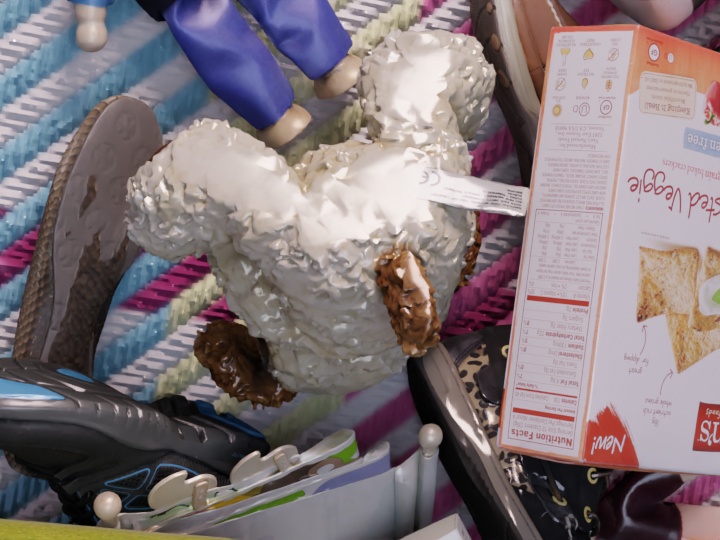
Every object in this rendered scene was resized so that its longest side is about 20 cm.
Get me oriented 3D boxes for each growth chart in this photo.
[{"bbox_3d":[-0.044,0.136,1.030,0.198,0.018,0.146,-11,135,-22],"label":"growth chart"}]

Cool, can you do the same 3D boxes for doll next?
[{"bbox_3d":[-0.087,-0.154,0.998,0.136,0.048,0.200,-40,107,-3],"label":"doll"}]

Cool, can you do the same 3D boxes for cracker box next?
[{"bbox_3d":[0.140,-0.006,0.958,0.133,0.057,0.202,9,88,-45],"label":"cracker box"}]

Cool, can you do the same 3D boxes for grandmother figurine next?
[{"bbox_3d":[0.169,0.151,1.114,0.198,0.061,0.122,10,105,-15],"label":"grandmother figurine"}]

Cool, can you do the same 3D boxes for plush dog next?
[{"bbox_3d":[0.000,0.000,0.996,0.199,0.172,0.161,-26,66,-11],"label":"plush dog"}]

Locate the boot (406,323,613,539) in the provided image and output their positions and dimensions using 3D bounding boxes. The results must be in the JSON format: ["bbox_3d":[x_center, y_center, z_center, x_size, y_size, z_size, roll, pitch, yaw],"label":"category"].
[{"bbox_3d":[0.128,0.098,1.050,0.150,0.073,0.201,-24,62,-13],"label":"boot"}]

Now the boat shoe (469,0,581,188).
[{"bbox_3d":[0.108,-0.096,1.042,0.071,0.076,0.201,-20,115,-2],"label":"boat shoe"}]

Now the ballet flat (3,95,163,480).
[{"bbox_3d":[-0.148,0.007,1.022,0.067,0.046,0.202,7,99,-44],"label":"ballet flat"}]

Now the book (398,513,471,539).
[{"bbox_3d":[0.038,0.242,1.044,0.133,0.048,0.201,-27,100,10],"label":"book"}]

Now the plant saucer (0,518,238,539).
[{"bbox_3d":[-0.141,0.192,0.981,0.198,0.048,0.201,7,126,-11],"label":"plant saucer"}]

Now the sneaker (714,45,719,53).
[{"bbox_3d":[0.200,-0.079,1.049,0.077,0.070,0.202,-5,120,-8],"label":"sneaker"}]

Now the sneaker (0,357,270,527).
[{"bbox_3d":[-0.126,0.098,0.992,0.199,0.073,0.082,21,93,-46],"label":"sneaker"}]

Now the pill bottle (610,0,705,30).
[{"bbox_3d":[0.189,-0.226,1.011,0.200,0.112,0.113,-43,107,-1],"label":"pill bottle"}]
